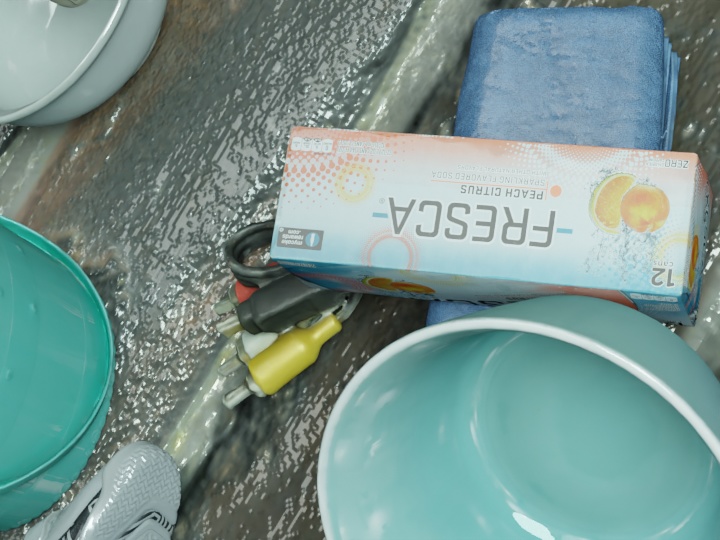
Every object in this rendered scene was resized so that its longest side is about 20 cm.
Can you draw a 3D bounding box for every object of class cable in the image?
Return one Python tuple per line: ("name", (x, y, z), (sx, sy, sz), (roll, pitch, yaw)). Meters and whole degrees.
("cable", (0.000, 0.000, 0.939), (0.198, 0.050, 0.098), (-22, 53, 13))

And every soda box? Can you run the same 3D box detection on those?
("soda box", (0.062, -0.021, 0.802), (0.198, 0.064, 0.069), (6, 78, 19))

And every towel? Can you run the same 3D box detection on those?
("towel", (0.096, -0.031, 0.854), (0.110, 0.049, 0.203), (5, 78, 17))

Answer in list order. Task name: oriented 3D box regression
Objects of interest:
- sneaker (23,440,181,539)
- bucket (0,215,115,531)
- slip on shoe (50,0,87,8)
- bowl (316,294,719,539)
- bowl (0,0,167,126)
("sneaker", (-0.188, 0.166, 0.972), (0.115, 0.075, 0.201), (35, 97, 35))
("bucket", (-0.253, 0.057, 1.022), (0.205, 0.134, 0.210), (-13, 67, 31))
("slip on shoe", (-0.220, -0.232, 1.041), (0.076, 0.060, 0.200), (-47, 53, 11))
("bowl", (0.091, 0.091, 0.757), (0.199, 0.105, 0.203), (12, 119, 22))
("bowl", (-0.190, -0.173, 1.093), (0.199, 0.090, 0.204), (-13, 66, 30))
